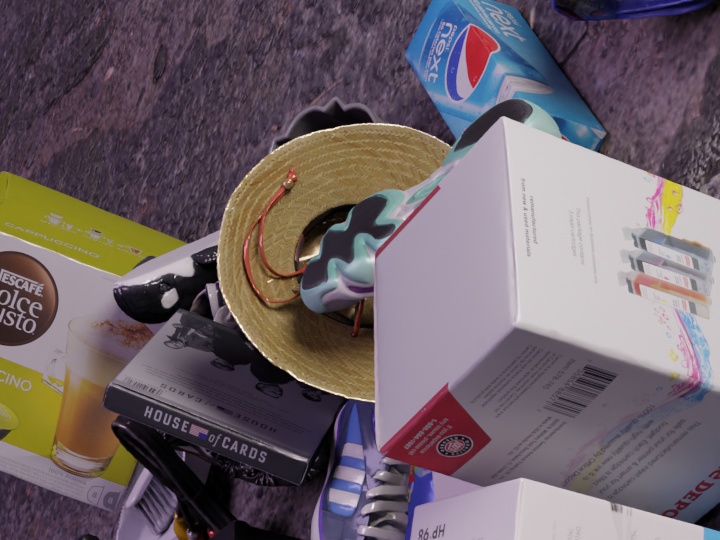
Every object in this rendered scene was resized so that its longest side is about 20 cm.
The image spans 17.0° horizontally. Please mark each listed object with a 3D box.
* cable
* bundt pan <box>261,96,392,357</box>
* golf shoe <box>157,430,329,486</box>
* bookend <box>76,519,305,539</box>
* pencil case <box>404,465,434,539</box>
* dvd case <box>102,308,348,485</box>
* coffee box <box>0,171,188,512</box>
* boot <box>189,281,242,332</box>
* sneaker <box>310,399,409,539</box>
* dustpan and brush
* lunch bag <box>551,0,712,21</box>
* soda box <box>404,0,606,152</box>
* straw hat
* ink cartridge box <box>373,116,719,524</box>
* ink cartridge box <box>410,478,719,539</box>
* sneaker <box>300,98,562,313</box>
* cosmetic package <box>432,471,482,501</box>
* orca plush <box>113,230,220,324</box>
[{"bbox_3d":[-0.129,0.184,1.829,0.097,0.200,0.050,32,75,39],"label":"cable"},{"bbox_3d":[-0.006,-0.021,1.772,0.201,0.075,0.204,-18,66,48],"label":"bundt pan"},{"bbox_3d":[-0.090,0.119,1.854,0.199,0.094,0.078,16,89,37],"label":"golf shoe"},{"bbox_3d":[-0.131,0.237,1.755,0.199,0.199,0.093,-41,40,50],"label":"bookend"},{"bbox_3d":[0.061,0.199,1.523,0.087,0.077,0.202,137,142,-64],"label":"pencil case"},{"bbox_3d":[-0.089,0.087,1.727,0.200,0.149,0.025,-55,-15,-72],"label":"dvd case"},{"bbox_3d":[-0.262,0.056,2.080,0.200,0.198,0.199,-96,28,-75],"label":"coffee box"},{"bbox_3d":[-0.074,0.025,1.889,0.201,0.095,0.074,-61,28,24],"label":"boot"},{"bbox_3d":[0.032,0.129,1.622,0.147,0.080,0.201,127,154,-45],"label":"sneaker"},{"bbox_3d":[-0.160,0.146,2.029,0.139,0.057,0.201,-40,22,53],"label":"dustpan and brush"},{"bbox_3d":[0.195,-0.258,1.481,0.199,0.123,0.171,-23,55,49],"label":"lunch bag"},{"bbox_3d":[0.097,-0.122,1.659,0.064,0.067,0.200,-63,27,21],"label":"soda box"},{"bbox_3d":[0.000,0.000,1.627,0.085,0.199,0.203,122,160,-76],"label":"straw hat"},{"bbox_3d":[0.128,0.037,1.345,0.145,0.199,0.145,-47,33,42],"label":"ink cartridge box"},{"bbox_3d":[0.103,0.164,1.312,0.116,0.199,0.067,-24,54,58],"label":"ink cartridge box"},{"bbox_3d":[0.071,-0.003,1.557,0.199,0.140,0.078,-34,27,15],"label":"sneaker"},{"bbox_3d":[0.104,0.092,1.468,0.085,0.107,0.201,-47,34,43],"label":"cosmetic package"},{"bbox_3d":[-0.126,0.012,1.974,0.105,0.200,0.072,-13,101,24],"label":"orca plush"}]
